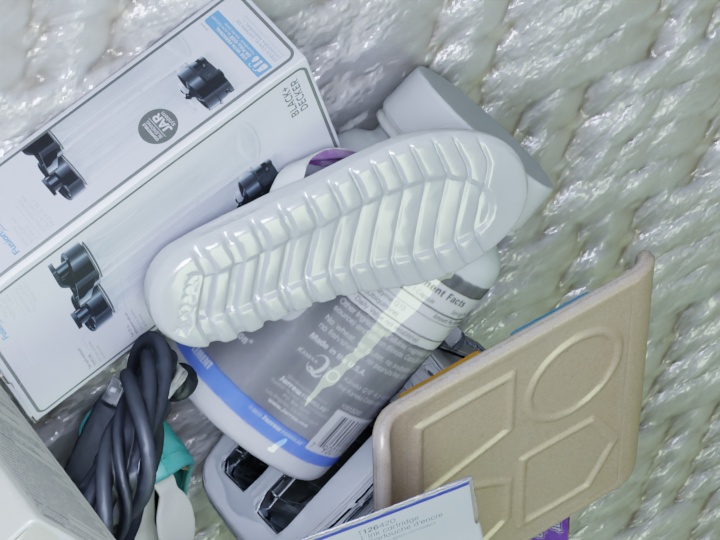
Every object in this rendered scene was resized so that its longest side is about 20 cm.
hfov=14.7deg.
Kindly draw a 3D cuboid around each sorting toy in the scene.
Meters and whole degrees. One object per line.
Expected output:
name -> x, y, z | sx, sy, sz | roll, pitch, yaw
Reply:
sorting toy -> 0.078, 0.092, 1.512 | 0.200, 0.036, 0.185 | -32, 146, -24

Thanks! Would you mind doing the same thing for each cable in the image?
cable -> -0.127, 0.128, 1.318 | 0.200, 0.051, 0.163 | -64, -174, -7

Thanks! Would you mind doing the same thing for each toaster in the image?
toaster -> -0.001, 0.110, 1.578 | 0.200, 0.114, 0.129 | -46, 147, 8

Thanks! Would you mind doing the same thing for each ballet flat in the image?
ballet flat -> -0.122, 0.151, 1.526 | 0.067, 0.070, 0.200 | -28, 147, -25

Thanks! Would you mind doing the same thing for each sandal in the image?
sandal -> -0.014, -0.027, 1.334 | 0.202, 0.050, 0.083 | -18, 128, -21

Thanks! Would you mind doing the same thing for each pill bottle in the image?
pill bottle -> 0.000, 0.000, 1.434 | 0.200, 0.114, 0.114 | -49, 149, 10

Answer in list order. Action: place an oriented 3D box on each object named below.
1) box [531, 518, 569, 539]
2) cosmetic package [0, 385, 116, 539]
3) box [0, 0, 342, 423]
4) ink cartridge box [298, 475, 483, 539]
box -> 0.088, 0.205, 1.787 | 0.039, 0.137, 0.200 | 14, 130, -7
cosmetic package -> -0.189, 0.082, 1.224 | 0.073, 0.200, 0.104 | -44, 144, 2
box -> -0.108, -0.030, 1.321 | 0.200, 0.060, 0.117 | -38, 150, -8
ink cartridge box -> -0.028, 0.181, 1.443 | 0.197, 0.047, 0.200 | -20, 140, -6
